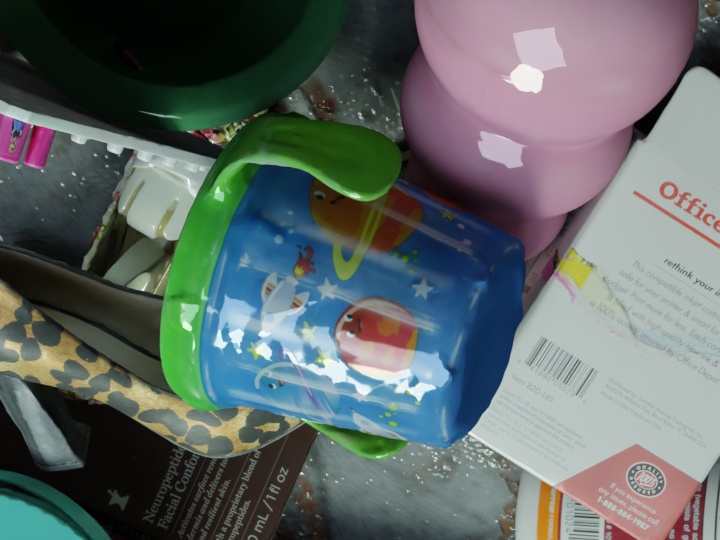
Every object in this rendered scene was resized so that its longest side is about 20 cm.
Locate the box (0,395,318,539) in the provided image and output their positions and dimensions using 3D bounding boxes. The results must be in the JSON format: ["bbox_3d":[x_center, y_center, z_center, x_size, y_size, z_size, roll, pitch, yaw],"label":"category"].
[{"bbox_3d":[-0.128,0.083,1.338,0.199,0.101,0.075,24,169,0],"label":"box"}]

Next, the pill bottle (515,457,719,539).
[{"bbox_3d":[0.187,0.131,1.264,0.199,0.113,0.113,2,130,20],"label":"pill bottle"}]

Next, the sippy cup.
[{"bbox_3d":[-0.001,0.013,1.098,0.130,0.178,0.140,19,91,17],"label":"sippy cup"}]

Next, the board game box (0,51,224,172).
[{"bbox_3d":[-0.163,-0.077,1.136,0.199,0.200,0.026,25,96,32],"label":"board game box"}]

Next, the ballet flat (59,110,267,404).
[{"bbox_3d":[-0.102,-0.012,1.241,0.075,0.064,0.201,30,114,14],"label":"ballet flat"}]

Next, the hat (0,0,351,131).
[{"bbox_3d":[-0.104,-0.135,1.186,0.200,0.166,0.176,47,166,5],"label":"hat"}]

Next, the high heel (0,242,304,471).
[{"bbox_3d":[-0.090,0.023,1.185,0.199,0.072,0.143,-15,133,7],"label":"high heel"}]

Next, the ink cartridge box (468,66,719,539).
[{"bbox_3d":[0.142,0.012,1.174,0.116,0.068,0.201,32,97,-9],"label":"ink cartridge box"}]

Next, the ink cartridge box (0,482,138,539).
[{"bbox_3d":[-0.205,0.162,1.411,0.199,0.085,0.145,24,172,-1],"label":"ink cartridge box"}]

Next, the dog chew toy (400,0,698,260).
[{"bbox_3d":[0.074,-0.081,1.117,0.124,0.125,0.201,20,134,3],"label":"dog chew toy"}]

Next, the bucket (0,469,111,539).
[{"bbox_3d":[-0.196,0.202,1.265,0.206,0.208,0.135,24,171,-1],"label":"bucket"}]

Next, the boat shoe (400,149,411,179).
[{"bbox_3d":[0.000,0.000,1.254,0.199,0.068,0.072,-28,115,32],"label":"boat shoe"}]
